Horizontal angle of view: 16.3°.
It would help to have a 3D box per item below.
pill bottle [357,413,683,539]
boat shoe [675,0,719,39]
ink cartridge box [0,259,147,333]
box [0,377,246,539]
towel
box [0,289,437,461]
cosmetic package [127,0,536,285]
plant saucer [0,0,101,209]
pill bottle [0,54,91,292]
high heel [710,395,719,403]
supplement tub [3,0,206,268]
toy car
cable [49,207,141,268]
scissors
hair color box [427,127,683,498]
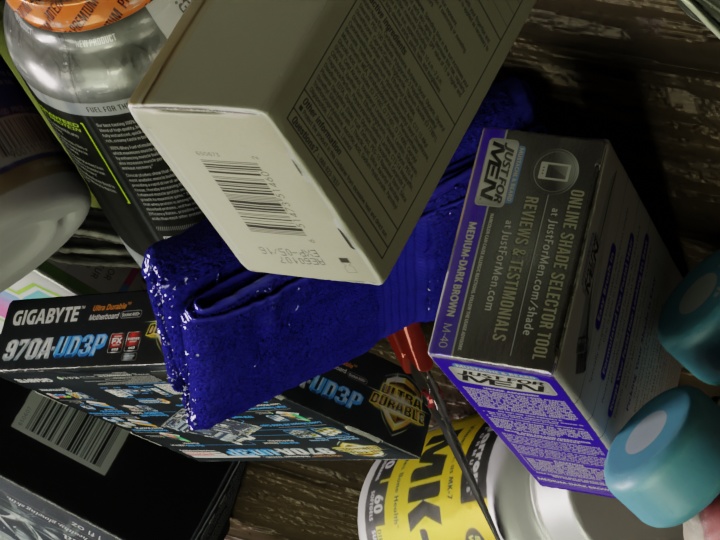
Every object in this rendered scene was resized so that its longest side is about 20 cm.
[{"bbox_3d":[0.093,0.129,1.379,0.114,0.115,0.200,38,151,-18],"label":"pill bottle"},{"bbox_3d":[0.139,-0.123,0.961,0.199,0.071,0.064,36,151,-16],"label":"boat shoe"},{"bbox_3d":[-0.165,0.012,1.484,0.199,0.060,0.104,30,151,-2],"label":"ink cartridge box"},{"bbox_3d":[-0.186,0.134,1.645,0.199,0.124,0.197,27,154,4],"label":"box"},{"bbox_3d":[0.000,0.000,1.180,0.050,0.199,0.148,58,167,31],"label":"towel"},{"bbox_3d":[-0.082,0.059,1.368,0.158,0.046,0.199,26,160,-37],"label":"box"},{"bbox_3d":[0.003,-0.105,0.980,0.073,0.201,0.104,5,143,37],"label":"cosmetic package"},{"bbox_3d":[-0.193,-0.108,1.303,0.199,0.031,0.201,31,148,22],"label":"plant saucer"},{"bbox_3d":[-0.230,-0.083,1.215,0.201,0.119,0.120,56,154,9],"label":"pill bottle"},{"bbox_3d":[0.251,0.128,1.246,0.199,0.072,0.143,25,170,25],"label":"high heel"},{"bbox_3d":[-0.088,-0.092,1.170,0.122,0.123,0.200,12,149,29],"label":"supplement tub"},{"bbox_3d":[0.247,0.073,1.102,0.184,0.177,0.200,41,138,-16],"label":"toy car"},{"bbox_3d":[-0.083,0.003,1.318,0.097,0.051,0.199,-9,166,40],"label":"cable"},{"bbox_3d":[0.031,0.054,1.316,0.073,0.014,0.201,10,124,64],"label":"scissors"},{"bbox_3d":[0.097,0.025,1.151,0.064,0.110,0.200,8,162,20],"label":"hair color box"}]
